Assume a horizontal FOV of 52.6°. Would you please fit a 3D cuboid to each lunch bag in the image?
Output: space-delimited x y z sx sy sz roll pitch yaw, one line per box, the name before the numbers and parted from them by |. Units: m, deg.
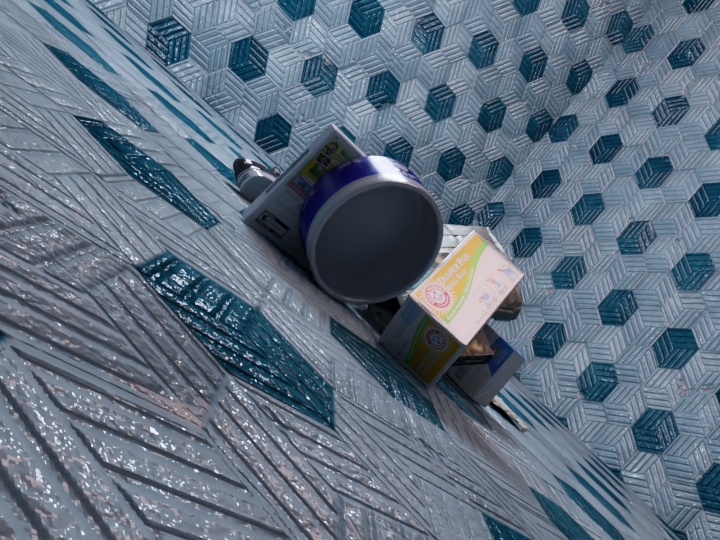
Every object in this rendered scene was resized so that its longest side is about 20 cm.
lunch bag | 0.183 0.009 1.300 0.161 0.119 0.201 3 36 -20

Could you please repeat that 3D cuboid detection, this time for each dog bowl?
dog bowl | 0.014 -0.055 1.030 0.199 0.200 0.079 37 16 -38

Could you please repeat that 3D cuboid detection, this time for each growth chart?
growth chart | 0.258 0.249 1.506 0.199 0.018 0.145 41 5 -17

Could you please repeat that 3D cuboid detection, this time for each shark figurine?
shark figurine | 0.114 0.108 1.173 0.128 0.090 0.214 46 8 36

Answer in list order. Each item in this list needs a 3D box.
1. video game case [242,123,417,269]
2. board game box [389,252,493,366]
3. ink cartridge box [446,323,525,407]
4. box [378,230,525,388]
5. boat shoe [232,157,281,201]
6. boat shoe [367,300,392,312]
video game case | -0.040 -0.086 1.055 0.199 0.182 0.022 38 17 -37
board game box | 0.111 0.055 1.124 0.133 0.028 0.203 0 51 -26
ink cartridge box | 0.189 0.136 1.339 0.200 0.117 0.067 45 7 38
box | 0.131 0.052 1.035 0.101 0.113 0.200 41 46 10
boat shoe | -0.158 -0.144 1.308 0.198 0.073 0.069 21 33 -53
boat shoe | 0.043 0.053 1.220 0.073 0.061 0.200 35 5 18
